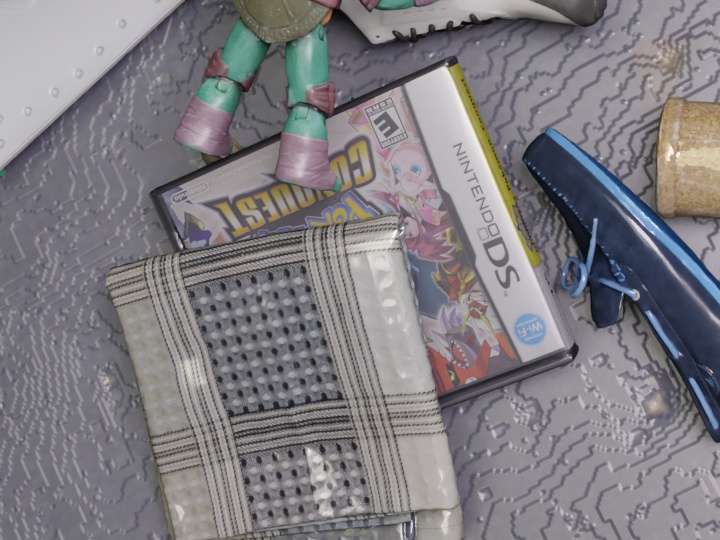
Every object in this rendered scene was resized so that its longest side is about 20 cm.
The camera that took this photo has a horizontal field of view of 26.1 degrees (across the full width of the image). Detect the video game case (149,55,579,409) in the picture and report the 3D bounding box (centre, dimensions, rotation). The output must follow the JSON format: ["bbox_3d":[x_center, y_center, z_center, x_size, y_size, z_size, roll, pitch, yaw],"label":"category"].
[{"bbox_3d":[0.000,0.000,0.890,0.199,0.025,0.182,-22,96,20],"label":"video game case"}]

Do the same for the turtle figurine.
[{"bbox_3d":[-0.030,-0.151,0.829,0.149,0.100,0.201,24,99,34],"label":"turtle figurine"}]

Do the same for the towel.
[{"bbox_3d":[-0.044,0.079,0.891,0.191,0.035,0.202,-9,101,19],"label":"towel"}]

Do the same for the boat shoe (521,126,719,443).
[{"bbox_3d":[0.152,0.009,0.850,0.069,0.084,0.200,-44,76,13],"label":"boat shoe"}]

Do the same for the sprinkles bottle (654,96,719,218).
[{"bbox_3d":[0.260,-0.054,0.828,0.198,0.068,0.069,4,89,16],"label":"sprinkles bottle"}]

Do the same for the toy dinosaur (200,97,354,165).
[{"bbox_3d":[0.006,-0.044,0.913,0.199,0.047,0.089,32,103,10],"label":"toy dinosaur"}]

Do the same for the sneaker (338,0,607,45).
[{"bbox_3d":[0.046,-0.162,0.896,0.199,0.074,0.081,17,97,24],"label":"sneaker"}]

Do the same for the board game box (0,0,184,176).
[{"bbox_3d":[-0.225,-0.192,0.990,0.200,0.026,0.200,-40,79,11],"label":"board game box"}]
